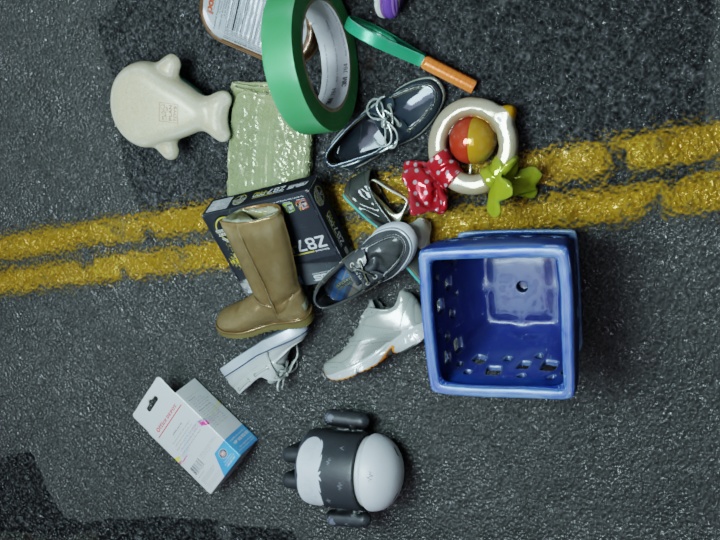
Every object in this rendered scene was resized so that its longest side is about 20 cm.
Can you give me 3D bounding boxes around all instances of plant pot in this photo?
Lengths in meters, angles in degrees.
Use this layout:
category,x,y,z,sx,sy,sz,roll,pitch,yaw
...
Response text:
category,x,y,z,sx,sy,sz,roll,pitch,yaw
plant pot,0.201,0.043,1.136,0.197,0.180,0.204,0,105,24

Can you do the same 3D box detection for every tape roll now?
category,x,y,z,sx,sy,sz,roll,pitch,yaw
tape roll,-0.064,-0.287,1.140,0.047,0.200,0.204,-2,105,25

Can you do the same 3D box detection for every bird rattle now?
category,x,y,z,sx,sy,sz,roll,pitch,yaw
bird rattle,0.149,-0.153,1.167,0.197,0.112,0.166,10,99,35

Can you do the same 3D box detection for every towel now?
category,x,y,z,sx,sy,sz,roll,pitch,yaw
towel,-0.136,-0.184,1.300,0.146,0.036,0.204,12,110,19

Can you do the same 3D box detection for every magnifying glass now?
category,x,y,z,sx,sy,sz,roll,pitch,yaw
magnifying glass,0.068,-0.296,1.158,0.198,0.080,0.023,30,112,2

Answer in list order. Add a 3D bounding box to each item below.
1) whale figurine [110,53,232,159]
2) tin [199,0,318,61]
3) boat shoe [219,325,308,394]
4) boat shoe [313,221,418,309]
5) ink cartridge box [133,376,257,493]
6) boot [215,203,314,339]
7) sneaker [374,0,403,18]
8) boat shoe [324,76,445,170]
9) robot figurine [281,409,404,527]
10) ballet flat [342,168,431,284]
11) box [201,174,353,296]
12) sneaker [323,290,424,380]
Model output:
category,x,y,z,sx,sy,sz,roll,pitch,yaw
whale figurine,-0.284,-0.254,1.314,0.196,0.104,0.162,9,110,12
tin,-0.149,-0.373,1.247,0.198,0.042,0.114,25,111,16
boat shoe,-0.144,0.154,1.387,0.201,0.074,0.087,-33,91,31
boat shoe,0.000,0.000,1.213,0.199,0.066,0.070,-30,100,40
ink cartridge box,-0.292,0.277,1.496,0.200,0.068,0.116,42,118,6
boot,-0.170,0.001,1.290,0.172,0.067,0.202,-10,125,12
sneaker,0.079,-0.418,1.107,0.083,0.081,0.202,32,116,5
boat shoe,0.031,-0.206,1.202,0.198,0.062,0.076,-26,93,28
robot figurine,-0.026,0.317,1.359,0.197,0.126,0.152,-1,129,24
ballet flat,0.056,-0.066,1.234,0.068,0.068,0.200,-44,86,20
box,-0.124,-0.050,1.303,0.197,0.049,0.163,-10,124,26
sneaker,0.018,0.097,1.304,0.198,0.076,0.093,-30,85,21
